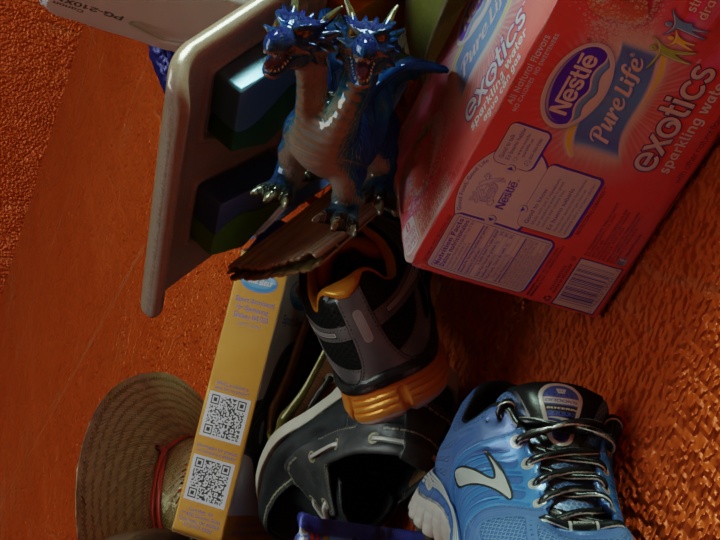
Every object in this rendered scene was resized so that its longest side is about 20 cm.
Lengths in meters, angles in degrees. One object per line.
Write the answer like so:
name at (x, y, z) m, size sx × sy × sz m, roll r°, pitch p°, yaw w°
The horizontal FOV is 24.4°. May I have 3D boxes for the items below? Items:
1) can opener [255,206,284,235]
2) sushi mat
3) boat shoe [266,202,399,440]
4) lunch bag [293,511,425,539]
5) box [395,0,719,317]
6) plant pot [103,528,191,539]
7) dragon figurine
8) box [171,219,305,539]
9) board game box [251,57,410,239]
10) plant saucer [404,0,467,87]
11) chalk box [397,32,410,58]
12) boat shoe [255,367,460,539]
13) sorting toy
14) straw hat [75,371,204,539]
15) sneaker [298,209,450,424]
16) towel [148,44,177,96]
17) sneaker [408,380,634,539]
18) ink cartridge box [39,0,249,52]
can opener at (-0.072, -0.090, 1.067) m, size 0.053 × 0.067 × 0.201 m, roll -38°, pitch 29°, yaw 23°
sushi mat at (0.019, -0.056, 0.870) m, size 0.200 × 0.012 × 0.095 m, roll -40°, pitch 18°, yaw -29°
boat shoe at (-0.002, 0.019, 0.998) m, size 0.072 × 0.067 × 0.202 m, roll -167°, pitch 92°, yaw -72°
lunch bag at (-0.011, 0.223, 0.871) m, size 0.200 × 0.093 × 0.152 m, roll 118°, pitch 160°, yaw -69°
box at (0.099, -0.090, 0.733) m, size 0.095 × 0.102 × 0.201 m, roll -97°, pitch 27°, yaw -49°
plant pot at (-0.090, 0.249, 0.976) m, size 0.092 × 0.201 × 0.202 m, roll -12°, pitch 55°, yaw 22°
dragon figurine at (0.001, -0.077, 0.734) m, size 0.100 × 0.058 × 0.200 m, roll -70°, pitch -12°, yaw 16°
box at (-0.054, 0.072, 1.058) m, size 0.119 × 0.041 × 0.202 m, roll 20°, pitch -95°, yaw -68°
board game box at (-0.010, -0.091, 1.090) m, size 0.200 × 0.039 × 0.159 m, roll -33°, pitch 33°, yaw 43°
plant saucer at (0.078, -0.177, 0.805) m, size 0.201 × 0.031 × 0.200 m, roll -53°, pitch -9°, yaw -12°
chalk box at (0.037, -0.204, 0.973) m, size 0.201 × 0.123 × 0.124 m, roll -98°, pitch 29°, yaw -48°
boat shoe at (-0.011, 0.117, 0.942) m, size 0.200 × 0.071 × 0.068 m, roll -46°, pitch 33°, yaw 50°
sorting toy at (-0.031, -0.081, 0.821) m, size 0.200 × 0.036 × 0.186 m, roll -44°, pitch -17°, yaw -32°
straw hat at (-0.104, 0.157, 1.146) m, size 0.084 × 0.201 × 0.203 m, roll -8°, pitch 60°, yaw 25°
sneaker at (0.000, 0.000, 0.891) m, size 0.078 × 0.078 × 0.200 m, roll -27°, pitch 26°, yaw 1°
towel at (-0.082, -0.172, 0.987) m, size 0.049 × 0.147 × 0.201 m, roll -23°, pitch 91°, yaw 35°
sneaker at (0.073, 0.093, 0.703) m, size 0.200 × 0.078 × 0.090 m, roll -142°, pitch 66°, yaw -71°
ink cartridge box at (-0.081, -0.226, 0.909) m, size 0.084 × 0.144 × 0.202 m, roll 156°, pitch 127°, yaw -65°
